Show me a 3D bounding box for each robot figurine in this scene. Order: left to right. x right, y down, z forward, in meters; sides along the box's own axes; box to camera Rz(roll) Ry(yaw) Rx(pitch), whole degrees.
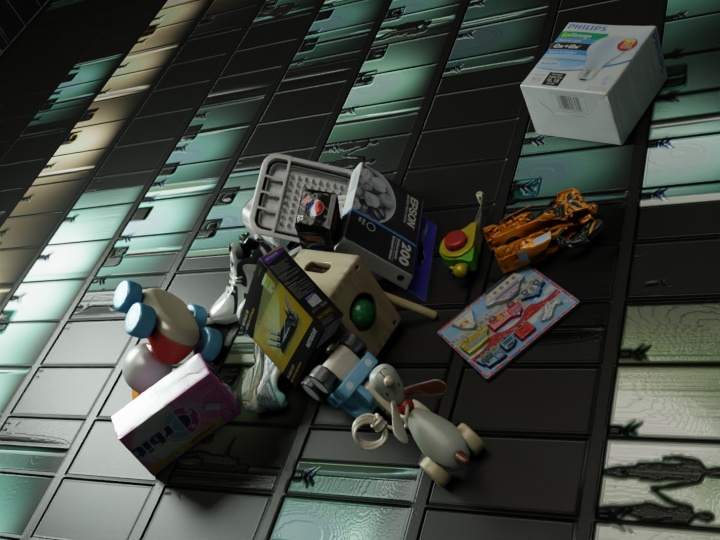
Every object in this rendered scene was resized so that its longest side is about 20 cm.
[{"bbox_3d":[0.316,-0.074,1.549,0.197,0.059,0.146,-26,33,5],"label":"robot figurine"}]

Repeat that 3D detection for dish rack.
[{"bbox_3d":[-0.108,-0.127,1.752,0.196,0.044,0.175,12,69,0],"label":"dish rack"}]

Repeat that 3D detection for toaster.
[{"bbox_3d":[-0.152,-0.111,1.843,0.199,0.115,0.129,-40,42,-15],"label":"toaster"}]

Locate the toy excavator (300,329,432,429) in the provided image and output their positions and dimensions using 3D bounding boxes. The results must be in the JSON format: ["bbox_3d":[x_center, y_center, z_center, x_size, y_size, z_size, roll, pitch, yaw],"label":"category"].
[{"bbox_3d":[0.021,0.196,1.430,0.100,0.199,0.195,-48,-1,-22],"label":"toy excavator"}]

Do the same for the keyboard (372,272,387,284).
[{"bbox_3d":[0.000,0.000,1.705,0.197,0.040,0.105,-26,63,3],"label":"keyboard"}]

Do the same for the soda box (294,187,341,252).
[{"bbox_3d":[-0.070,-0.069,1.579,0.062,0.200,0.072,9,72,6],"label":"soda box"}]

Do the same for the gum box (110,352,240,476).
[{"bbox_3d":[-0.316,0.247,1.565,0.198,0.114,0.066,-36,39,-6],"label":"gum box"}]

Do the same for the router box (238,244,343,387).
[{"bbox_3d":[-0.119,0.079,1.483,0.052,0.201,0.157,-34,72,-34],"label":"router box"}]

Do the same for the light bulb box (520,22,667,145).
[{"bbox_3d":[0.448,-0.361,1.722,0.196,0.126,0.201,16,58,42],"label":"light bulb box"}]

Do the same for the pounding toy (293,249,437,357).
[{"bbox_3d":[-0.010,0.056,1.543,0.198,0.185,0.143,7,51,47],"label":"pounding toy"}]

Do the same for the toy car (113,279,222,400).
[{"bbox_3d":[-0.398,0.154,1.710,0.202,0.183,0.177,-58,39,10],"label":"toy car"}]

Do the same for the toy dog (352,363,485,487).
[{"bbox_3d":[0.093,0.223,1.284,0.134,0.197,0.096,-65,8,-11],"label":"toy dog"}]

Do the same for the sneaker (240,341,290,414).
[{"bbox_3d":[-0.144,0.164,1.593,0.084,0.078,0.203,0,54,15],"label":"sneaker"}]

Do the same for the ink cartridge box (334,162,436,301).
[{"bbox_3d":[0.058,-0.071,1.612,0.043,0.198,0.201,-43,25,42],"label":"ink cartridge box"}]

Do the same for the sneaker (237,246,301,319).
[{"bbox_3d":[-0.137,0.043,1.710,0.200,0.071,0.099,-46,43,-10],"label":"sneaker"}]

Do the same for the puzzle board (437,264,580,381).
[{"bbox_3d":[0.239,0.076,1.477,0.199,0.018,0.151,-37,40,-9],"label":"puzzle board"}]

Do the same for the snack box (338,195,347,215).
[{"bbox_3d":[-0.039,-0.043,1.688,0.070,0.024,0.204,-3,71,7],"label":"snack box"}]

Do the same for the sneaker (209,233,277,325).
[{"bbox_3d":[-0.240,0.008,1.746,0.198,0.130,0.080,-35,39,9],"label":"sneaker"}]

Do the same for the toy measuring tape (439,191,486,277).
[{"bbox_3d":[0.182,-0.063,1.620,0.072,0.074,0.202,-8,44,24],"label":"toy measuring tape"}]
